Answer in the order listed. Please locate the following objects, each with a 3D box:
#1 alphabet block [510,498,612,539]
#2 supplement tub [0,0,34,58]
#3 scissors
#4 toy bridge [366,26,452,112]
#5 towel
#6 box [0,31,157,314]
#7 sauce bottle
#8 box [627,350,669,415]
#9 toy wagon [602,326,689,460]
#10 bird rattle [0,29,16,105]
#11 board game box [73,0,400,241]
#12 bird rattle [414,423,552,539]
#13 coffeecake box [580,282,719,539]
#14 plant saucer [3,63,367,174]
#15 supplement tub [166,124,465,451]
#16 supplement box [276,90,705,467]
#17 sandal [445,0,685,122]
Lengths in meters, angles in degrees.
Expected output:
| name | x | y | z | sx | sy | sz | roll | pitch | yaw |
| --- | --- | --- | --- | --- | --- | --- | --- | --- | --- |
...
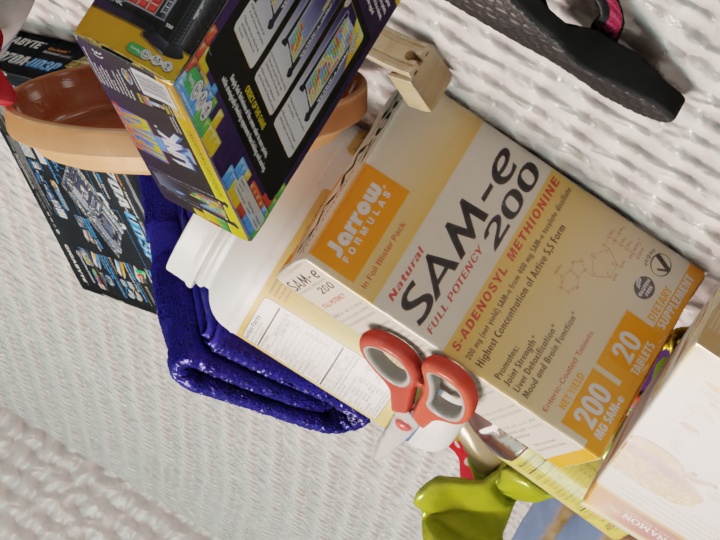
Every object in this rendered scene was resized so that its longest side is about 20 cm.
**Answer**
| name | x | y | z | sx | sy | sz | roll | pitch | yaw |
| --- | --- | --- | --- | --- | --- | --- | --- | --- | --- |
| alphabet block | 0.223 | 0.258 | 2.014 | 0.196 | 0.196 | 0.200 | 22 | 163 | 42 |
| supplement tub | -0.269 | -0.169 | 1.713 | 0.132 | 0.132 | 0.200 | 34 | 166 | -8 |
| scissors | 0.033 | 0.087 | 1.607 | 0.073 | 0.014 | 0.200 | 26 | 157 | 13 |
| toy bridge | -0.044 | -0.140 | 1.531 | 0.200 | 0.027 | 0.067 | 23 | 163 | 34 |
| towel | -0.065 | 0.006 | 1.797 | 0.147 | 0.050 | 0.200 | 18 | -142 | -28 |
| box | -0.174 | -0.062 | 1.924 | 0.159 | 0.046 | 0.200 | 16 | 138 | 51 |
| sauce bottle | 0.113 | 0.097 | 1.791 | 0.200 | 0.066 | 0.066 | 37 | 166 | -8 |
| box | 0.192 | 0.093 | 1.811 | 0.137 | 0.039 | 0.200 | 38 | 165 | -25 |
| toy wagon | 0.219 | 0.108 | 1.682 | 0.155 | 0.040 | 0.200 | -7 | 138 | 34 |
| bird rattle | -0.259 | -0.170 | 1.527 | 0.163 | 0.201 | 0.113 | 18 | 176 | -25 |
| board game box | -0.046 | -0.125 | 1.288 | 0.057 | 0.166 | 0.200 | 27 | 166 | 15 |
| bird rattle | 0.087 | 0.099 | 1.929 | 0.200 | 0.112 | 0.164 | -80 | -33 | -68 |
| coffeecake box | 0.228 | 0.100 | 1.549 | 0.153 | 0.073 | 0.200 | 31 | 147 | 3 |
| plant saucer | -0.095 | -0.086 | 1.552 | 0.199 | 0.032 | 0.200 | -3 | -164 | 1 |
| supplement tub | 0.000 | 0.000 | 1.681 | 0.200 | 0.145 | 0.145 | 32 | 167 | 0 |
| supplement box | 0.072 | 0.003 | 1.567 | 0.200 | 0.126 | 0.074 | 33 | 166 | -8 |
| sandal | 0.089 | -0.122 | 1.286 | 0.075 | 0.045 | 0.200 | 28 | -178 | 39 |
